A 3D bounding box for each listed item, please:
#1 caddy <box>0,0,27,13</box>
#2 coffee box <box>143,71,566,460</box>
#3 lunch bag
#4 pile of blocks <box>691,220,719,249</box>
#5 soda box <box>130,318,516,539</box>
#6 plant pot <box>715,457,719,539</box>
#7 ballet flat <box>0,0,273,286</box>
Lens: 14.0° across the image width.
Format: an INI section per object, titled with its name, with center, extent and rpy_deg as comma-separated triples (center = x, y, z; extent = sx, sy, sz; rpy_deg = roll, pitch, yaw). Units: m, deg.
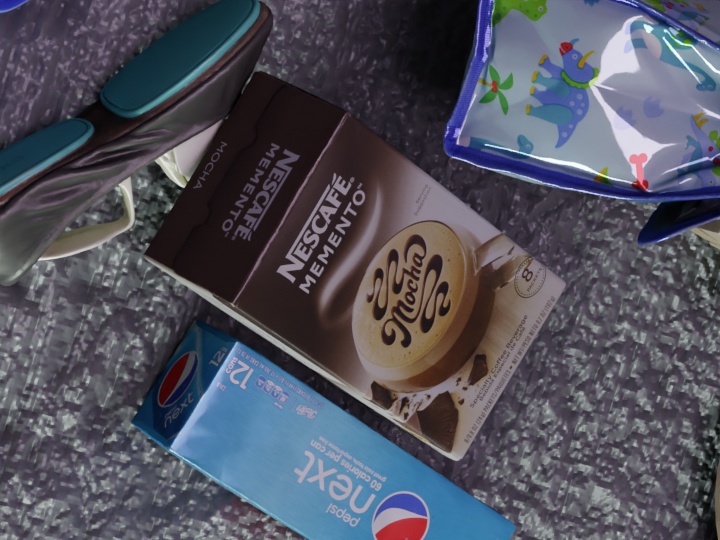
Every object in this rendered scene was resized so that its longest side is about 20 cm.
[caddy]
center = -0.192, -0.220, 1.396
extent = 0.141, 0.105, 0.201
rpy_deg = 31, 85, -48
[coffee box]
center = 0.000, 0.000, 1.500
extent = 0.200, 0.080, 0.113
rpy_deg = 35, 84, -44
[lunch bag]
center = 0.158, -0.086, 1.492
extent = 0.199, 0.170, 0.128
rpy_deg = 14, 103, 9
[pile of blocks]
center = 0.201, -0.096, 1.613
extent = 0.082, 0.062, 0.201
rpy_deg = -28, 110, -17
[soda box]
center = -0.019, 0.108, 1.551
extent = 0.200, 0.064, 0.068
rpy_deg = 35, 85, -25
[plant pot]
center = 0.329, 0.133, 1.620
extent = 0.187, 0.200, 0.188
rpy_deg = -4, 98, -31
[ballet flat]
center = -0.120, -0.061, 1.480
extent = 0.200, 0.068, 0.069
rpy_deg = -33, 121, -7
